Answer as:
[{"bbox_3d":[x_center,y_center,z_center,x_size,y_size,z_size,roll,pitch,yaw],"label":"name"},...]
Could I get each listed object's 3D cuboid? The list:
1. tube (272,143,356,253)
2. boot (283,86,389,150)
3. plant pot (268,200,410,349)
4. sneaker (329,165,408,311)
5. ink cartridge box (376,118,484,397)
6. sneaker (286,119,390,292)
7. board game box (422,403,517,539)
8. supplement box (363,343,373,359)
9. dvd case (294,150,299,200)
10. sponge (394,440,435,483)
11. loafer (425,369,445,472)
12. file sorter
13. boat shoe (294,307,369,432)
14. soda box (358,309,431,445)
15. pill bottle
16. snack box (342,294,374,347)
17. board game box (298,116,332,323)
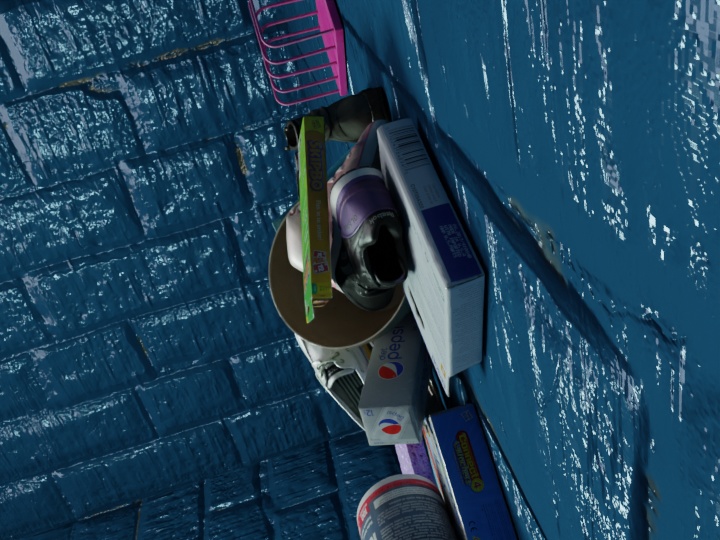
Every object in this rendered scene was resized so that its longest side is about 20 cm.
[{"bbox_3d":[-0.046,-0.100,0.990,0.050,0.200,0.078,16,143,40],"label":"tube"},{"bbox_3d":[-0.039,-0.188,0.923,0.200,0.129,0.069,-133,27,-83],"label":"boot"},{"bbox_3d":[0.000,0.000,0.932,0.134,0.198,0.203,13,-123,-63],"label":"plant pot"},{"bbox_3d":[0.012,-0.003,0.738,0.201,0.075,0.088,80,166,-52],"label":"sneaker"},{"bbox_3d":[0.068,-0.009,0.707,0.201,0.043,0.198,78,173,-55],"label":"ink cartridge box"},{"bbox_3d":[-0.030,-0.084,0.840,0.075,0.103,0.203,3,-76,-68],"label":"sneaker"},{"bbox_3d":[0.133,0.274,0.896,0.196,0.055,0.203,86,168,-77],"label":"board game box"},{"bbox_3d":[-0.005,0.140,1.093,0.201,0.066,0.069,56,-178,-46],"label":"supplement box"},{"bbox_3d":[-0.064,-0.067,1.122,0.146,0.022,0.202,63,-166,-55],"label":"dvd case"},{"bbox_3d":[0.074,0.267,1.055,0.112,0.029,0.202,-125,16,-60],"label":"sponge"},{"bbox_3d":[0.093,0.206,1.095,0.070,0.069,0.203,25,-134,-68],"label":"loafer"},{"bbox_3d":[-0.100,-0.372,1.147,0.200,0.124,0.141,86,168,-76],"label":"file sorter"},{"bbox_3d":[-0.023,0.129,0.958,0.200,0.074,0.067,46,-161,7],"label":"boat shoe"},{"bbox_3d":[0.050,0.128,0.923,0.201,0.067,0.064,-74,-27,-55],"label":"soda box"},{"bbox_3d":[0.068,0.352,0.854,0.200,0.118,0.121,-113,7,-64],"label":"pill bottle"},{"bbox_3d":[-0.007,0.053,1.109,0.200,0.024,0.073,59,-172,-62],"label":"snack box"},{"bbox_3d":[-0.049,-0.049,0.757,0.096,0.030,0.203,137,133,-79],"label":"board game box"}]
